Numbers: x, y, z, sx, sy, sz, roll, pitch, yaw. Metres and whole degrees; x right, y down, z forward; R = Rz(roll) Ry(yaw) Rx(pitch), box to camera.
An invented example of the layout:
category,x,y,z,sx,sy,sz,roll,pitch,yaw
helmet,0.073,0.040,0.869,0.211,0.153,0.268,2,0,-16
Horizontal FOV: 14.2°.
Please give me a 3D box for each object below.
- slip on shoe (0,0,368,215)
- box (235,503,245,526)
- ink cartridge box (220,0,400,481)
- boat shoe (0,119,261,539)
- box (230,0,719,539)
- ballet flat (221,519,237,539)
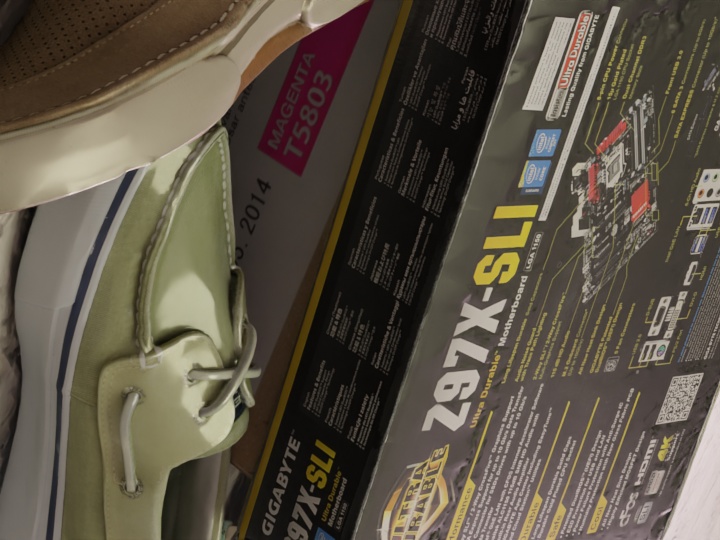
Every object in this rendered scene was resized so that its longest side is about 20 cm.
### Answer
category,x,y,z,sx,sy,sz,roll,pitch,yaw
slip on shoe,-0.050,-0.069,0.692,0.200,0.076,0.061,-37,111,-46
box,0.026,0.029,1.143,0.201,0.051,0.158,-65,166,0
ink cartridge box,0.032,-0.037,0.898,0.164,0.075,0.201,8,110,-51
boat shoe,-0.057,0.027,0.811,0.072,0.062,0.201,-49,158,-46
box,0.057,-0.005,0.847,0.159,0.049,0.201,-4,118,-46
ballet flat,-0.022,0.122,1.008,0.075,0.074,0.200,-62,151,-8
